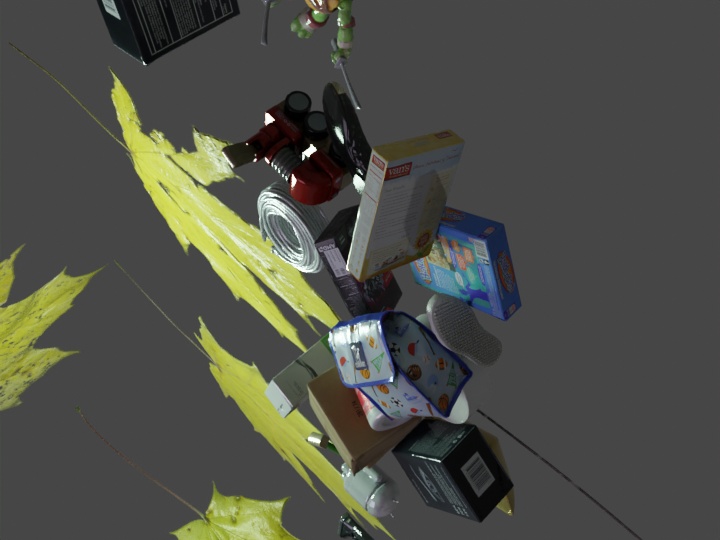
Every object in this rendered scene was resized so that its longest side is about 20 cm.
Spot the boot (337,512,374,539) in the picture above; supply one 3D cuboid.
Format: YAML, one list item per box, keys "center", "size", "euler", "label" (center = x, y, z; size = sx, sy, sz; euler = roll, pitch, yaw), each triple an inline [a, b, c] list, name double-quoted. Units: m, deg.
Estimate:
- center: [0.008, 0.985, 2.691]
  size: [0.199, 0.066, 0.166]
  euler: [34, 152, 26]
  label: "boot"

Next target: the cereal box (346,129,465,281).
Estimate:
- center: [0.060, -0.089, 1.030]
  size: [0.040, 0.142, 0.202]
  euler: [44, 137, 33]
  label: "cereal box"

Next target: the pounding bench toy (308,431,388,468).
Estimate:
- center: [-0.020, 0.403, 1.805]
  size: [0.123, 0.199, 0.158]
  euler: [12, 133, 54]
  label: "pounding bench toy"

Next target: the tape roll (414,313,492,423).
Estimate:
- center: [0.148, 0.182, 1.379]
  size: [0.202, 0.071, 0.204]
  euler: [40, 152, 26]
  label: "tape roll"

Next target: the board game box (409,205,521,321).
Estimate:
- center: [0.147, -0.022, 1.143]
  size: [0.199, 0.045, 0.154]
  euler: [24, 143, 46]
  label: "board game box"

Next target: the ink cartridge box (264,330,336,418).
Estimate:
- center: [-0.125, 0.250, 1.787]
  size: [0.084, 0.199, 0.146]
  euler: [49, 155, 8]
  label: "ink cartridge box"

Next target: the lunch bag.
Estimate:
- center: [0.054, 0.154, 1.239]
  size: [0.200, 0.125, 0.169]
  euler: [47, 148, -17]
  label: "lunch bag"

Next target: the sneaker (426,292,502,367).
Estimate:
- center: [0.150, 0.092, 1.198]
  size: [0.082, 0.074, 0.200]
  euler: [30, 169, 48]
  label: "sneaker"

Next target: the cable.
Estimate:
- center: [-0.130, -0.087, 1.517]
  size: [0.199, 0.069, 0.202]
  euler: [37, 150, 29]
  label: "cable"

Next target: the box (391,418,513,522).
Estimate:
- center: [0.174, 0.381, 1.440]
  size: [0.149, 0.104, 0.199]
  euler: [57, 155, -10]
  label: "box"

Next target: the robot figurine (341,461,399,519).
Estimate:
- center: [0.031, 0.609, 2.087]
  size: [0.199, 0.112, 0.172]
  euler: [34, 143, 34]
  label: "robot figurine"

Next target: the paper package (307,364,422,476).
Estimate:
- center: [0.009, 0.293, 1.590]
  size: [0.201, 0.189, 0.104]
  euler: [52, 162, 27]
  label: "paper package"

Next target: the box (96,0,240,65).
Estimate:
- center: [-0.321, -0.474, 1.186]
  size: [0.123, 0.197, 0.202]
  euler: [36, 150, 35]
  label: "box"

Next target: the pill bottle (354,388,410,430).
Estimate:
- center: [0.036, 0.211, 1.514]
  size: [0.113, 0.110, 0.202]
  euler: [97, 153, -57]
  label: "pill bottle"

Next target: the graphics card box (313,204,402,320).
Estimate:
- center: [0.000, 0.000, 1.331]
  size: [0.050, 0.126, 0.202]
  euler: [-15, 114, 32]
  label: "graphics card box"

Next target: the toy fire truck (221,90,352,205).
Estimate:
- center: [-0.124, -0.183, 1.221]
  size: [0.176, 0.199, 0.129]
  euler: [46, 155, 12]
  label: "toy fire truck"

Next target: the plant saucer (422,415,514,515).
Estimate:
- center: [0.230, 0.376, 1.516]
  size: [0.199, 0.048, 0.202]
  euler: [20, 140, 49]
  label: "plant saucer"

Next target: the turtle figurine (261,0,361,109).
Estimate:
- center: [-0.078, -0.332, 0.986]
  size: [0.194, 0.141, 0.204]
  euler: [-144, 60, -63]
  label: "turtle figurine"

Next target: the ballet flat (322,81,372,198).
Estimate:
- center: [-0.006, -0.204, 1.182]
  size: [0.066, 0.056, 0.203]
  euler: [-3, 114, 60]
  label: "ballet flat"
